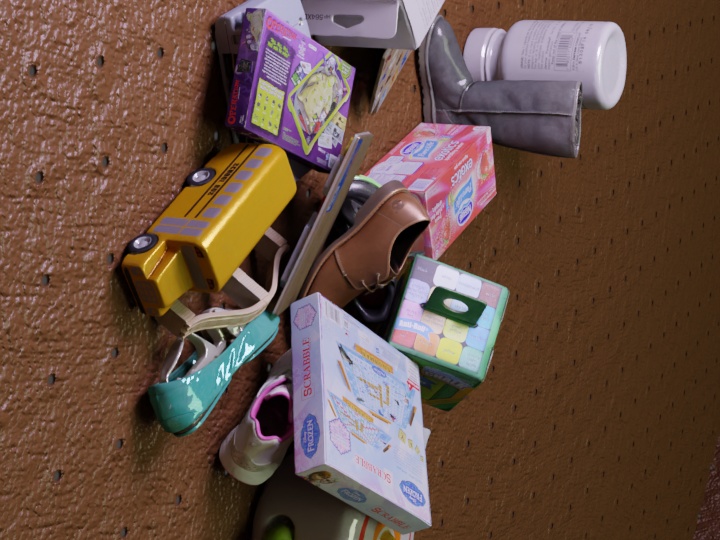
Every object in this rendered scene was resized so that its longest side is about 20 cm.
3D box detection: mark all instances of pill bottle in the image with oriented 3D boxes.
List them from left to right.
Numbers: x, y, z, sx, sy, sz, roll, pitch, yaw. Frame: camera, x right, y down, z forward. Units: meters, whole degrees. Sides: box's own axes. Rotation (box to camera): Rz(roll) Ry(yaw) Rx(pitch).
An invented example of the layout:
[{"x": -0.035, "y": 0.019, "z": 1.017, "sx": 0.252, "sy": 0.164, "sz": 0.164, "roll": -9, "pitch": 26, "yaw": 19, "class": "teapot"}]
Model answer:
[{"x": 0.244, "y": -0.276, "z": 1.906, "sx": 0.114, "sy": 0.199, "sz": 0.115, "roll": -21, "pitch": 114, "yaw": -59, "class": "pill bottle"}]

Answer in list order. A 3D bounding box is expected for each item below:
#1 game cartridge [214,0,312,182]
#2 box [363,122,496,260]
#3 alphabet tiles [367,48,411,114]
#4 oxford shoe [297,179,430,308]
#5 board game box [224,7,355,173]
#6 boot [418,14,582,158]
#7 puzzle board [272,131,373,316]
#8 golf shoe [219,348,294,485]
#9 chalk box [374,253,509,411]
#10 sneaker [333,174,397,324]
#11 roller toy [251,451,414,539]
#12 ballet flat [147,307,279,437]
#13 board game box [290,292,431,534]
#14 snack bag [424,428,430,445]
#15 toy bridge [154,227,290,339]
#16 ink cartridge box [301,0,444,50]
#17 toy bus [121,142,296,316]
[{"x": -0.090, "y": -0.186, "z": 1.476, "sx": 0.133, "sy": 0.040, "sz": 0.201, "roll": -39, "pitch": 130, "yaw": -48, "class": "game cartridge"}, {"x": 0.081, "y": -0.099, "z": 1.748, "sx": 0.200, "sy": 0.102, "sz": 0.095, "roll": -46, "pitch": 136, "yaw": -50, "class": "box"}, {"x": 0.057, "y": -0.282, "z": 1.676, "sx": 0.167, "sy": 0.006, "sz": 0.201, "roll": 106, "pitch": 9, "yaw": -55, "class": "alphabet tiles"}, {"x": 0.000, "y": 0.000, "z": 1.556, "sx": 0.200, "sy": 0.071, "sz": 0.071, "roll": -52, "pitch": 153, "yaw": 13, "class": "oxford shoe"}, {"x": -0.068, "y": -0.178, "z": 1.454, "sx": 0.200, "sy": 0.032, "sz": 0.121, "roll": 22, "pitch": 81, "yaw": -62, "class": "board game box"}, {"x": 0.177, "y": -0.230, "z": 1.791, "sx": 0.073, "sy": 0.199, "sz": 0.183, "roll": -45, "pitch": 134, "yaw": -50, "class": "boot"}, {"x": -0.041, "y": -0.054, "z": 1.500, "sx": 0.151, "sy": 0.017, "sz": 0.201, "roll": -43, "pitch": 158, "yaw": -82, "class": "puzzle board"}, {"x": -0.072, "y": 0.135, "z": 1.510, "sx": 0.200, "sy": 0.075, "sz": 0.092, "roll": -59, "pitch": -179, "yaw": -40, "class": "golf shoe"}, {"x": 0.091, "y": 0.071, "z": 1.687, "sx": 0.200, "sy": 0.124, "sz": 0.125, "roll": 120, "pitch": -10, "yaw": -69, "class": "chalk box"}, {"x": 0.008, "y": -0.023, "z": 1.634, "sx": 0.084, "sy": 0.076, "sz": 0.201, "roll": -94, "pitch": 169, "yaw": -53, "class": "sneaker"}, {"x": -0.022, "y": 0.295, "z": 1.599, "sx": 0.201, "sy": 0.139, "sz": 0.183, "roll": -66, "pitch": 148, "yaw": -30, "class": "roller toy"}, {"x": -0.144, "y": 0.078, "z": 1.407, "sx": 0.071, "sy": 0.067, "sz": 0.200, "roll": 61, "pitch": 38, "yaw": -20, "class": "ballet flat"}, {"x": 0.001, "y": 0.154, "z": 1.518, "sx": 0.200, "sy": 0.041, "sz": 0.200, "roll": 38, "pitch": 39, "yaw": -44, "class": "board game box"}, {"x": 0.033, "y": 0.277, "z": 1.826, "sx": 0.200, "sy": 0.021, "sz": 0.190, "roll": 34, "pitch": 66, "yaw": -59, "class": "snack bag"}, {"x": -0.121, "y": 0.016, "z": 1.423, "sx": 0.200, "sy": 0.067, "sz": 0.027, "roll": -41, "pitch": 168, "yaw": -52, "class": "toy bridge"}, {"x": 0.018, "y": -0.336, "z": 1.544, "sx": 0.201, "sy": 0.128, "sz": 0.126, "roll": -62, "pitch": 146, "yaw": -35, "class": "ink cartridge box"}, {"x": -0.143, "y": -0.040, "z": 1.361, "sx": 0.200, "sy": 0.078, "sz": 0.065, "roll": -55, "pitch": 141, "yaw": -42, "class": "toy bus"}]
